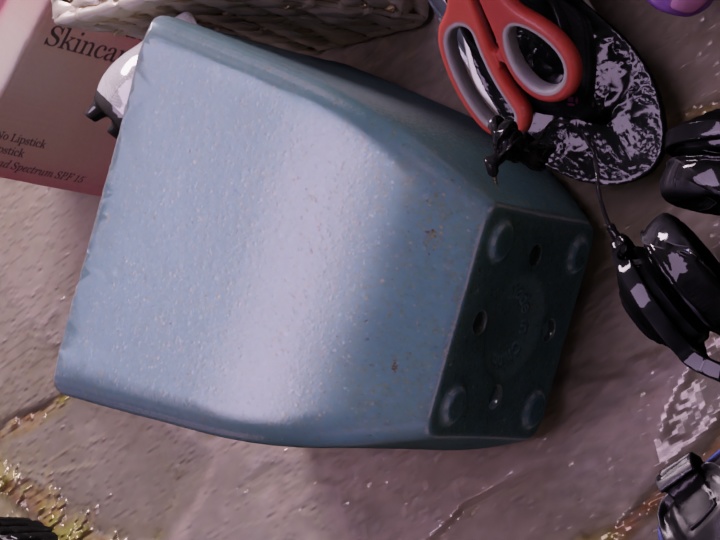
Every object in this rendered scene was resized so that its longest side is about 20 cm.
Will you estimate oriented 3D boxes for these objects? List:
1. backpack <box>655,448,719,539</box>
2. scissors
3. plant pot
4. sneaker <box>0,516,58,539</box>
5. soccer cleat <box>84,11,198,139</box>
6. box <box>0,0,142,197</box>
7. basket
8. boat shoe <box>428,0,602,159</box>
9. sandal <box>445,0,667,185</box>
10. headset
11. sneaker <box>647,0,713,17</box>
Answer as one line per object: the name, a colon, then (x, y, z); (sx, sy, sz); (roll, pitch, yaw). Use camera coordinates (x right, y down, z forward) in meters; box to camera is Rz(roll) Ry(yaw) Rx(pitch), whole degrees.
backpack: (0.243, 0.139, 0.993); (0.183, 0.146, 0.201); (-42, 52, 31)
scissors: (0.040, -0.156, 1.168); (0.073, 0.014, 0.201); (-21, 103, 44)
plant pot: (0.000, 0.000, 1.243); (0.199, 0.196, 0.197); (18, 96, 32)
sneaker: (-0.208, 0.208, 1.487); (0.200, 0.078, 0.091); (22, 105, 47)
soccer cleat: (-0.074, -0.077, 1.338); (0.086, 0.200, 0.070); (-46, 66, 3)
box: (-0.173, -0.160, 1.480); (0.109, 0.127, 0.201); (48, 116, 38)
basket: (-0.064, -0.192, 1.333); (0.135, 0.199, 0.124); (-9, 83, 44)
boat shoe: (0.077, -0.136, 1.274); (0.073, 0.062, 0.200); (-42, 73, 11)
sandal: (0.076, -0.123, 1.210); (0.075, 0.048, 0.201); (-38, 82, 22)
headset: (0.154, -0.023, 1.134); (0.199, 0.094, 0.124); (26, 92, 26)
sneaker: (0.121, -0.189, 1.233); (0.089, 0.080, 0.201); (-54, 45, 33)
